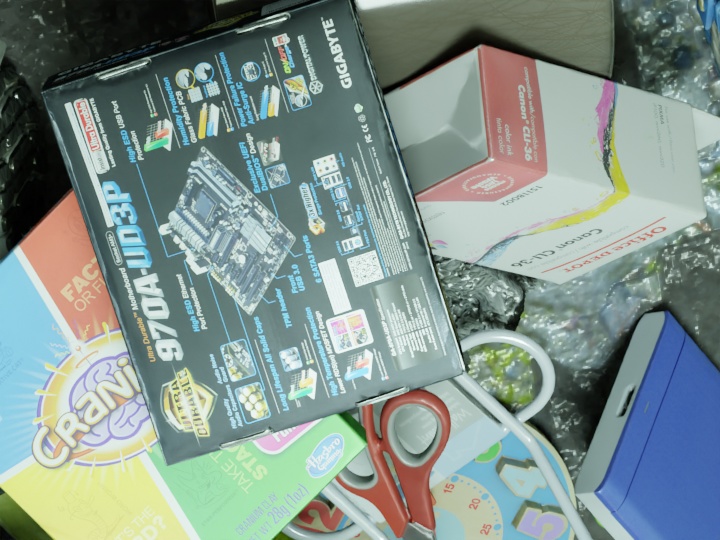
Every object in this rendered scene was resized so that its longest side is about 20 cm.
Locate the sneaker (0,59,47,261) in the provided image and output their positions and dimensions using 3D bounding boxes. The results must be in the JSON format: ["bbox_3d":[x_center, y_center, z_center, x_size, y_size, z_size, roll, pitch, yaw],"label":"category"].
[{"bbox_3d":[-0.218,-0.019,1.511,0.089,0.078,0.202,5,107,11],"label":"sneaker"}]

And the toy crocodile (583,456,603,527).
[{"bbox_3d":[0.192,0.172,1.734,0.062,0.068,0.200,-33,124,2],"label":"toy crocodile"}]

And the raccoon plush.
[{"bbox_3d":[0.000,0.000,1.580,0.134,0.097,0.200,-41,112,20],"label":"raccoon plush"}]

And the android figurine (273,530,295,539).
[{"bbox_3d":[-0.032,0.192,1.578,0.200,0.182,0.041,43,96,7],"label":"android figurine"}]

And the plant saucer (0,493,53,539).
[{"bbox_3d":[-0.125,0.083,1.622,0.198,0.031,0.201,-6,120,-10],"label":"plant saucer"}]

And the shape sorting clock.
[{"bbox_3d":[0.036,0.164,1.705,0.198,0.039,0.201,-6,121,-10],"label":"shape sorting clock"}]

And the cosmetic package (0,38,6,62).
[{"bbox_3d":[-0.258,-0.034,1.431,0.071,0.105,0.200,28,121,-11],"label":"cosmetic package"}]

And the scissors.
[{"bbox_3d":[0.026,0.142,1.534,0.073,0.014,0.201,-6,121,12],"label":"scissors"}]

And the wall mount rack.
[{"bbox_3d":[0.041,0.129,1.568,0.200,0.075,0.174,-36,112,27],"label":"wall mount rack"}]

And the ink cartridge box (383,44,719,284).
[{"bbox_3d":[0.099,-0.049,1.495,0.199,0.068,0.116,11,155,-39],"label":"ink cartridge box"}]

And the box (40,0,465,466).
[{"bbox_3d":[-0.051,-0.022,1.400,0.158,0.046,0.201,-18,101,4],"label":"box"}]

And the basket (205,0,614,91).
[{"bbox_3d":[0.018,-0.163,1.459,0.198,0.136,0.181,-10,122,-4],"label":"basket"}]

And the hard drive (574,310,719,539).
[{"bbox_3d":[0.208,0.138,1.691,0.025,0.132,0.200,-10,134,42],"label":"hard drive"}]

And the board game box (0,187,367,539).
[{"bbox_3d":[-0.118,0.069,1.463,0.153,0.040,0.200,-45,97,3],"label":"board game box"}]

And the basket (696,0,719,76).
[{"bbox_3d":[0.255,-0.163,1.498,0.175,0.140,0.200,-10,152,-9],"label":"basket"}]

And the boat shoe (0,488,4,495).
[{"bbox_3d":[-0.258,0.117,1.527,0.200,0.063,0.074,-9,113,-34],"label":"boat shoe"}]
